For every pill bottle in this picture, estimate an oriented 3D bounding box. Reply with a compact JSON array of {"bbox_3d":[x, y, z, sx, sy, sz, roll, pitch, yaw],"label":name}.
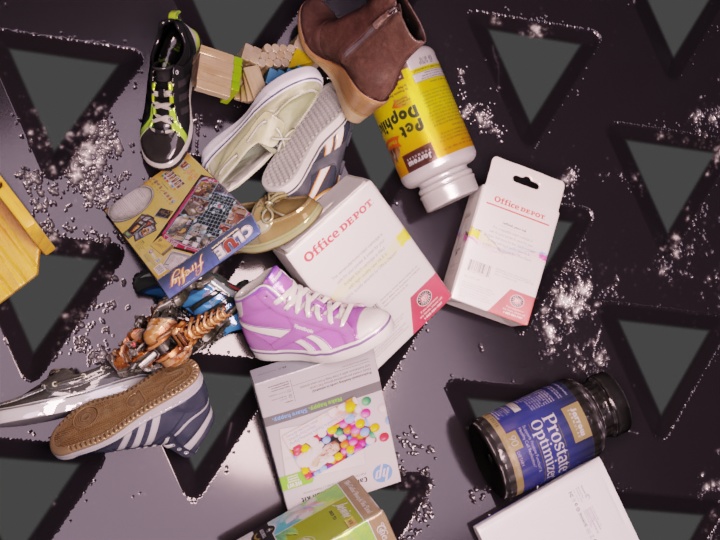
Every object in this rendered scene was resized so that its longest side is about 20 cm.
[{"bbox_3d":[0.084,-0.185,1.382,0.108,0.109,0.203,-23,89,-12],"label":"pill bottle"},{"bbox_3d":[0.251,0.211,1.373,0.197,0.112,0.113,-23,89,-12],"label":"pill bottle"}]

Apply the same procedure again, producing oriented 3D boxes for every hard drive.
[{"bbox_3d":[0.265,0.358,1.405,0.198,0.025,0.134,-26,89,-12],"label":"hard drive"}]

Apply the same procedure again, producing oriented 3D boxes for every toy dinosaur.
[{"bbox_3d":[-0.217,0.078,1.228,0.136,0.197,0.103,-49,132,-44],"label":"toy dinosaur"}]

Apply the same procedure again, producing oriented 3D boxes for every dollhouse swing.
[{"bbox_3d":[-0.494,-0.038,1.224,0.199,0.176,0.183,-39,92,-13],"label":"dollhouse swing"}]

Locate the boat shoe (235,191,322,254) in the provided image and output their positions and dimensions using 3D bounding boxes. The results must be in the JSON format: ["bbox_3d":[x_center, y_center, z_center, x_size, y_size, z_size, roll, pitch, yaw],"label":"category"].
[{"bbox_3d":[-0.141,-0.064,1.298,0.064,0.198,0.073,63,35,-25],"label":"boat shoe"}]

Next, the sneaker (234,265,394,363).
[{"bbox_3d":[-0.063,0.047,1.243,0.197,0.073,0.116,-7,119,22],"label":"sneaker"}]

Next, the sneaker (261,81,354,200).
[{"bbox_3d":[-0.058,-0.158,1.373,0.201,0.078,0.080,-58,140,-23],"label":"sneaker"}]

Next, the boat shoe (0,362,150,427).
[{"bbox_3d":[-0.358,0.147,1.291,0.197,0.069,0.058,-13,79,-17],"label":"boat shoe"}]

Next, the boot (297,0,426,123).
[{"bbox_3d":[0.002,-0.307,1.307,0.072,0.167,0.202,-7,61,-38],"label":"boot"}]

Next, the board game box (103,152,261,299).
[{"bbox_3d":[-0.221,-0.060,1.276,0.135,0.200,0.035,-36,130,-10],"label":"board game box"}]

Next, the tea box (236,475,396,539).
[{"bbox_3d":[-0.035,0.398,1.267,0.195,0.133,0.202,-28,105,-12],"label":"tea box"}]

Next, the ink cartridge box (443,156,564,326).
[{"bbox_3d":[0.193,-0.038,1.410,0.115,0.067,0.203,19,83,-9],"label":"ink cartridge box"}]

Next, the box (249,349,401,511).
[{"bbox_3d":[-0.042,0.197,1.308,0.153,0.041,0.203,-16,115,-9],"label":"box"}]

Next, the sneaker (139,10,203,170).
[{"bbox_3d":[-0.253,-0.231,1.328,0.070,0.083,0.204,3,79,13],"label":"sneaker"}]

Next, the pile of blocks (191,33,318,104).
[{"bbox_3d":[-0.136,-0.253,1.362,0.197,0.062,0.083,-15,84,-29],"label":"pile of blocks"}]

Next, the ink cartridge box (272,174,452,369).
[{"bbox_3d":[0.000,0.000,1.331,0.145,0.083,0.201,-41,112,-11],"label":"ink cartridge box"}]

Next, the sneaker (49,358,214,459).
[{"bbox_3d":[-0.271,0.197,1.274,0.198,0.070,0.109,-27,134,-10],"label":"sneaker"}]

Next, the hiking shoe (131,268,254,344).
[{"bbox_3d":[-0.195,0.047,1.322,0.196,0.074,0.088,11,79,-10],"label":"hiking shoe"}]

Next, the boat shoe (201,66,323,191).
[{"bbox_3d":[-0.118,-0.176,1.328,0.199,0.072,0.063,-40,61,18],"label":"boat shoe"}]
